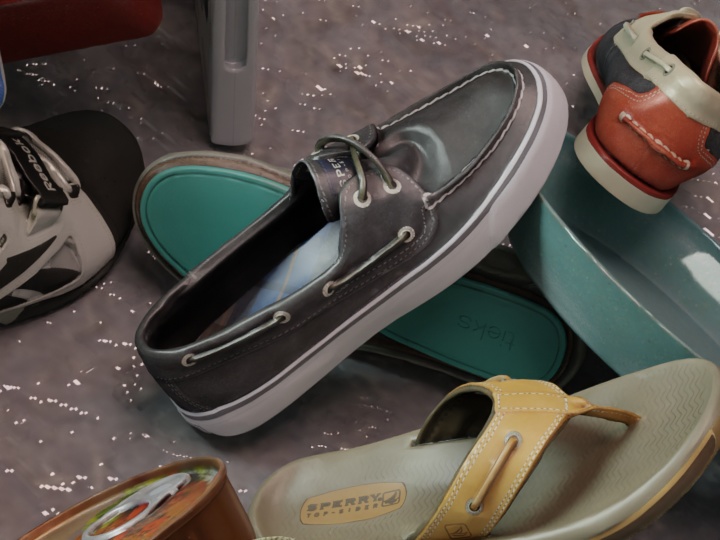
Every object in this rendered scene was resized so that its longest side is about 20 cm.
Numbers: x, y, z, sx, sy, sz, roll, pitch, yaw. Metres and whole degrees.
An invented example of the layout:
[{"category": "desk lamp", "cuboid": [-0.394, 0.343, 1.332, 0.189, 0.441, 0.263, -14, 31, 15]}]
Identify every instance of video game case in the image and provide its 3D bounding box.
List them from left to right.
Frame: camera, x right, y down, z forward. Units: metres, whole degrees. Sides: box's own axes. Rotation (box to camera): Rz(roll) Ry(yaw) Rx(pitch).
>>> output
[{"category": "video game case", "cuboid": [-0.063, -0.189, 1.318, 0.024, 0.182, 0.201, -3, 48, -6]}]

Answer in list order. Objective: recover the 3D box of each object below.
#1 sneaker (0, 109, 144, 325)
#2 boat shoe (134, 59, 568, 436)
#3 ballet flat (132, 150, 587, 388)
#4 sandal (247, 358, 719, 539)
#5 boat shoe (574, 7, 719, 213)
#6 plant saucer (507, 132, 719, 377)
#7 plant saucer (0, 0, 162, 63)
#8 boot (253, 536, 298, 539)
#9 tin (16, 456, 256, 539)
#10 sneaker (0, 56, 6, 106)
[{"category": "sneaker", "cuboid": [-0.149, -0.024, 1.196, 0.074, 0.089, 0.200, 36, 44, 15]}, {"category": "boat shoe", "cuboid": [-0.008, -0.020, 1.180, 0.200, 0.066, 0.070, -39, 46, 6]}, {"category": "ballet flat", "cuboid": [0.000, 0.000, 1.258, 0.199, 0.068, 0.064, 21, 17, -1]}, {"category": "sandal", "cuboid": [0.043, 0.071, 1.129, 0.199, 0.054, 0.081, -13, 39, 18]}, {"category": "boat shoe", "cuboid": [0.138, -0.084, 1.338, 0.071, 0.063, 0.200, 36, 20, -3]}, {"category": "plant saucer", "cuboid": [0.126, 0.016, 1.247, 0.200, 0.036, 0.200, 37, 16, -12]}, {"category": "plant saucer", "cuboid": [-0.196, -0.179, 1.234, 0.199, 0.037, 0.201, -11, 92, -3]}, {"category": "boot", "cuboid": [-0.085, 0.184, 0.968, 0.072, 0.155, 0.200, 34, 45, 13]}, {"category": "tin", "cuboid": [-0.118, 0.129, 1.048, 0.200, 0.112, 0.042, -37, 108, -40]}, {"category": "sneaker", "cuboid": [-0.197, -0.109, 1.108, 0.146, 0.200, 0.081, 32, 88, 15]}]
